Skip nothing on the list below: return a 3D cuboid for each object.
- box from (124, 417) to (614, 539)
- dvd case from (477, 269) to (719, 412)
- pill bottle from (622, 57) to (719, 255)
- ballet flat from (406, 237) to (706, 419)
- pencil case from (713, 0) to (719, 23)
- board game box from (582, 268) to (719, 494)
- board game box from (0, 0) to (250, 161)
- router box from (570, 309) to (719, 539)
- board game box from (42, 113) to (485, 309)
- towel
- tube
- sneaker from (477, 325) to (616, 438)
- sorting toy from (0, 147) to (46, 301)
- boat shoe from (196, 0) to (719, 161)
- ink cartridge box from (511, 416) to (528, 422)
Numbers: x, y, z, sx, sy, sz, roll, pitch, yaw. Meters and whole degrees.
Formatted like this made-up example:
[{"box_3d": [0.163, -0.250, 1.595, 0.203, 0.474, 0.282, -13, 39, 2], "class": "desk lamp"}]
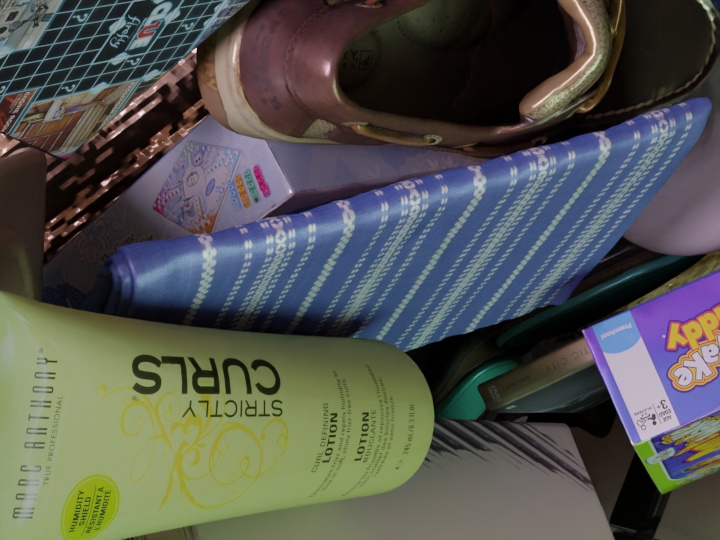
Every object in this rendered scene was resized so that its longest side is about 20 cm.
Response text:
[{"box_3d": [-0.007, 0.096, 0.824, 0.200, 0.069, 0.082, 6, 144, -44], "class": "box"}, {"box_3d": [0.157, 0.012, 0.957, 0.200, 0.016, 0.149, -27, 168, 16], "class": "dvd case"}, {"box_3d": [0.174, -0.075, 0.920, 0.200, 0.113, 0.113, -13, 150, -42], "class": "pill bottle"}, {"box_3d": [0.055, 0.013, 0.981, 0.200, 0.069, 0.068, -39, 163, 35], "class": "ballet flat"}, {"box_3d": [0.185, -0.151, 0.823, 0.200, 0.078, 0.087, -23, 135, -24], "class": "pencil case"}, {"box_3d": [0.161, 0.030, 0.893, 0.134, 0.045, 0.200, -24, 167, 6], "class": "board game box"}, {"box_3d": [-0.050, -0.117, 0.593, 0.200, 0.035, 0.135, -38, 150, 17], "class": "board game box"}, {"box_3d": [0.152, 0.093, 1.077, 0.200, 0.049, 0.180, -18, -138, 54], "class": "router box"}, {"box_3d": [-0.018, -0.006, 0.837, 0.200, 0.043, 0.199, -10, 160, -46], "class": "board game box"}, {"box_3d": [0.000, 0.000, 0.751, 0.199, 0.024, 0.145, -16, 162, -22], "class": "towel"}, {"box_3d": [-0.049, 0.046, 0.686, 0.052, 0.058, 0.200, -35, 160, 26], "class": "tube"}, {"box_3d": [0.033, 0.085, 1.080, 0.200, 0.088, 0.074, -34, 158, -1], "class": "sneaker"}, {"box_3d": [-0.124, 0.065, 0.669, 0.036, 0.186, 0.200, 4, -172, 3], "class": "sorting toy"}, {"box_3d": [0.049, -0.065, 0.715, 0.200, 0.072, 0.072, -3, 100, -40], "class": "boat shoe"}, {"box_3d": [-0.043, 0.083, 0.937, 0.199, 0.048, 0.146, -19, 168, -8], "class": "ink cartridge box"}]
